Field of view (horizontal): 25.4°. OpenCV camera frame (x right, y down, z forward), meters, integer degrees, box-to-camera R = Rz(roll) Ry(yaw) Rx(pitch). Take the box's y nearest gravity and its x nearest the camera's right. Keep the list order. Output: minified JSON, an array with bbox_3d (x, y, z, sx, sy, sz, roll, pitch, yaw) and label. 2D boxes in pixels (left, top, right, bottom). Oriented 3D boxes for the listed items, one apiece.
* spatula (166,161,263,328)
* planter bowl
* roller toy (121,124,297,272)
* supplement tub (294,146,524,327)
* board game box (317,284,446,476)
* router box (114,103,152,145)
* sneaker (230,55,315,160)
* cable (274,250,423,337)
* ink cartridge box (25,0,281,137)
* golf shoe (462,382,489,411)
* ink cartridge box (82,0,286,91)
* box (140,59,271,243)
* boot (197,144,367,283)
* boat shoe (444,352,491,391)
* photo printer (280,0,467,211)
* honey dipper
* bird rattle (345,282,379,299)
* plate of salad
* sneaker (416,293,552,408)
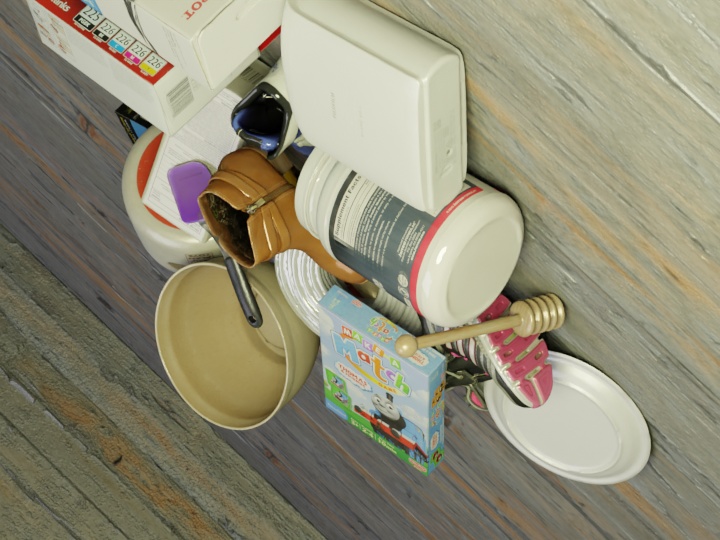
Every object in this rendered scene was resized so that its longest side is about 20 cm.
[{"bbox_3d":[-0.152,-0.025,1.753,0.056,0.021,0.201,-15,110,30],"label":"spatula"},{"bbox_3d":[-0.125,0.069,1.882,0.199,0.134,0.202,13,114,32],"label":"planter bowl"},{"bbox_3d":[-0.189,-0.091,1.917,0.200,0.183,0.140,41,168,14],"label":"roller toy"},{"bbox_3d":[0.047,-0.048,1.555,0.199,0.140,0.141,33,160,33],"label":"supplement tub"},{"bbox_3d":[0.024,0.121,1.730,0.151,0.037,0.201,32,149,24],"label":"board game box"},{"bbox_3d":[-0.232,-0.137,2.145,0.149,0.051,0.201,29,157,38],"label":"router box"},{"bbox_3d":[-0.082,-0.162,1.631,0.080,0.115,0.200,42,164,10],"label":"sneaker"},{"bbox_3d":[0.000,0.000,1.757,0.199,0.069,0.201,-35,94,37],"label":"cable"},{"bbox_3d":[-0.202,-0.260,1.586,0.199,0.176,0.084,35,158,25],"label":"ink cartridge box"},{"bbox_3d":[0.116,0.064,1.815,0.200,0.077,0.088,49,137,-8],"label":"golf shoe"},{"bbox_3d":[-0.167,-0.282,1.493,0.199,0.145,0.084,36,162,26],"label":"ink cartridge box"},{"bbox_3d":[-0.162,-0.140,1.755,0.095,0.078,0.201,34,128,8],"label":"box"},{"bbox_3d":[-0.074,-0.040,1.636,0.076,0.155,0.201,-34,99,28],"label":"boot"},{"bbox_3d":[0.099,0.104,1.745,0.199,0.068,0.072,-16,108,47],"label":"boat shoe"},{"bbox_3d":[0.006,-0.164,1.458,0.199,0.069,0.167,34,146,32],"label":"photo printer"},{"bbox_3d":[0.115,0.059,1.572,0.038,0.198,0.038,25,120,52],"label":"honey dipper"},{"bbox_3d":[0.011,0.023,1.892,0.201,0.112,0.163,61,167,-15],"label":"bird rattle"},{"bbox_3d":[0.229,0.156,1.755,0.198,0.048,0.201,21,139,19],"label":"plate of salad"},{"bbox_3d":[0.117,0.066,1.647,0.200,0.074,0.087,49,138,6],"label":"sneaker"}]
